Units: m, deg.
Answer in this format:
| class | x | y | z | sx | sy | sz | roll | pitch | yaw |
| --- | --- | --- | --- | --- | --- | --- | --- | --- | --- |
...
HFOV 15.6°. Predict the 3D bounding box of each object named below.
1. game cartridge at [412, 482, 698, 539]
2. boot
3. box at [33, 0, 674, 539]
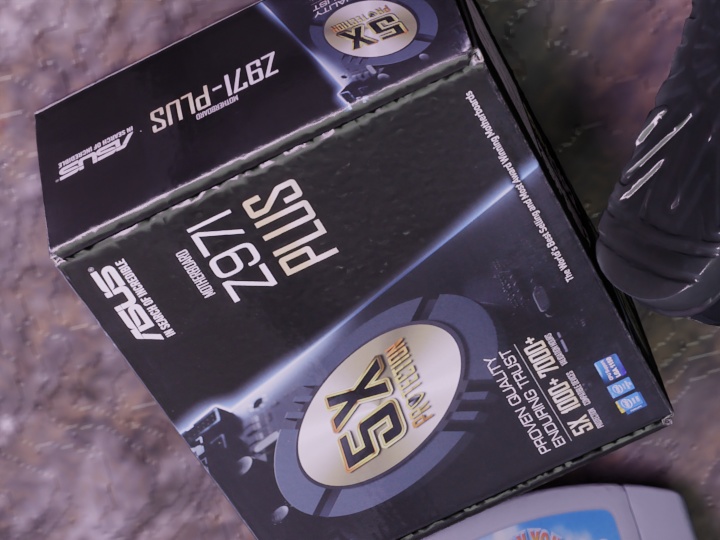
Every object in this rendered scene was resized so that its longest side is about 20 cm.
| class | x | y | z | sx | sy | sz | roll | pitch | yaw |
| --- | --- | --- | --- | --- | --- | --- | --- | --- | --- |
| game cartridge | 0.072 | 0.155 | 1.044 | 0.199 | 0.134 | 0.040 | -11 | 166 | -41 |
| boot | 0.184 | -0.053 | 0.970 | 0.168 | 0.076 | 0.201 | 22 | 97 | -49 |
| box | 0.000 | 0.000 | 0.960 | 0.163 | 0.086 | 0.200 | -24 | 129 | 8 |
